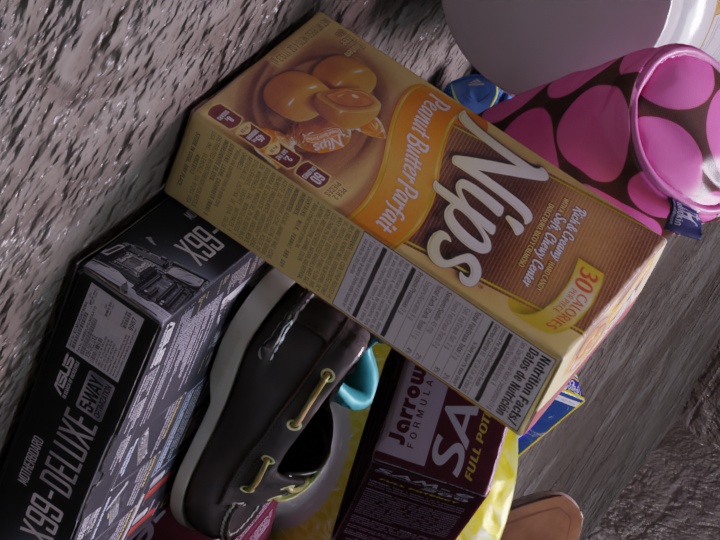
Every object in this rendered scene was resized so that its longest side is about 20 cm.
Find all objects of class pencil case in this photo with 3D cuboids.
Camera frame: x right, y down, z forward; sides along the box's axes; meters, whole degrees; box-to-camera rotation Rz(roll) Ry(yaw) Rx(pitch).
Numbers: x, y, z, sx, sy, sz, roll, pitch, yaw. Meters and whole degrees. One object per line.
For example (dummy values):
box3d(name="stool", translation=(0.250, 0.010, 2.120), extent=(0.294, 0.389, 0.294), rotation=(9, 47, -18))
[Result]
box3d(name="pencil case", translation=(0.102, -0.043, 1.304), extent=(0.200, 0.094, 0.091), rotation=(-14, -132, 53))

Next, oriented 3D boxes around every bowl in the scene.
box3d(name="bowl", translation=(-0.010, 0.119, 1.594), extent=(0.107, 0.200, 0.201), rotation=(24, 102, -35))

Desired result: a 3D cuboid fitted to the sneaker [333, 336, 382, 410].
box3d(name="sneaker", translation=(0.000, 0.000, 1.459), extent=(0.078, 0.079, 0.200), rotation=(-47, 164, -38))

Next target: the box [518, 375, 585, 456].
box3d(name="box", translation=(0.046, 0.104, 1.682), extent=(0.070, 0.065, 0.200), rotation=(22, 129, -37))

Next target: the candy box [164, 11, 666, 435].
box3d(name="candy box", translation=(0.026, -0.025, 1.208), extent=(0.115, 0.200, 0.055), rotation=(-44, 163, -47))

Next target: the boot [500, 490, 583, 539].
box3d(name="boot", translation=(0.057, 0.193, 1.667), extent=(0.200, 0.070, 0.146), rotation=(-41, -173, 8))

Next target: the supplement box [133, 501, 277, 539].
box3d(name="supplement box", translation=(-0.105, 0.175, 1.536), extent=(0.109, 0.061, 0.200), rotation=(-49, 167, -31))

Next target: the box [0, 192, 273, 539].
box3d(name="box", translation=(-0.101, 0.051, 1.260), extent=(0.158, 0.050, 0.201), rotation=(-42, 161, -52))

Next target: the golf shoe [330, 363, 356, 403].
box3d(name="golf shoe", translation=(-0.030, 0.029, 1.368), extent=(0.200, 0.075, 0.092), rotation=(100, -13, -49))

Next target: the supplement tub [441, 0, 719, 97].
box3d(name="supplement tub", translation=(0.129, -0.158, 1.412), extent=(0.145, 0.144, 0.200), rotation=(-61, 167, 17))

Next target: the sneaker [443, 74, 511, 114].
box3d(name="sneaker", translation=(0.057, -0.052, 1.516), extent=(0.200, 0.075, 0.106), rotation=(-92, 177, -75))

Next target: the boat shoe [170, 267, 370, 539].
box3d(name="boat shoe", translation=(-0.044, 0.079, 1.293), extent=(0.072, 0.060, 0.202), rotation=(-51, 167, -36))

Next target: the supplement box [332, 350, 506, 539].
box3d(name="supplement box", translation=(0.037, 0.077, 1.347), extent=(0.200, 0.061, 0.109), rotation=(108, -1, -73))
